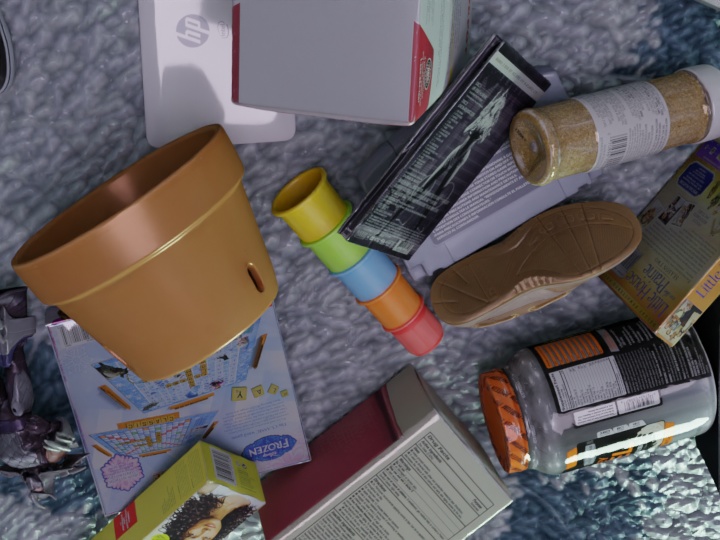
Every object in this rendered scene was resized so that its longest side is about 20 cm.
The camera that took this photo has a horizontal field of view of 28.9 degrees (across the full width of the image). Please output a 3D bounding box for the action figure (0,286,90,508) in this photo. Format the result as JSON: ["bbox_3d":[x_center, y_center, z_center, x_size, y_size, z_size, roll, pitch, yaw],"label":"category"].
[{"bbox_3d":[-0.307,0.117,1.214,0.130,0.069,0.201,-9,105,25],"label":"action figure"}]

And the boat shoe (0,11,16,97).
[{"bbox_3d":[-0.332,-0.218,1.089,0.072,0.071,0.201,-24,114,-2],"label":"boat shoe"}]

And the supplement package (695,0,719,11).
[{"bbox_3d":[0.323,-0.275,1.178,0.199,0.117,0.117,18,107,-17],"label":"supplement package"}]

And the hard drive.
[{"bbox_3d":[0.347,0.111,1.325,0.042,0.135,0.201,-5,112,1],"label":"hard drive"}]

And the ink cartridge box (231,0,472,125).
[{"bbox_3d":[0.001,-0.211,1.074,0.144,0.200,0.146,8,111,14],"label":"ink cartridge box"}]

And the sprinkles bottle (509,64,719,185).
[{"bbox_3d":[0.228,-0.128,1.214,0.199,0.068,0.069,-16,114,-24],"label":"sprinkles bottle"}]

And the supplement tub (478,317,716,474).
[{"bbox_3d":[0.218,0.117,1.304,0.199,0.123,0.123,-14,113,-5],"label":"supplement tub"}]

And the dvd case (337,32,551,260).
[{"bbox_3d":[0.072,-0.096,1.158,0.016,0.149,0.200,43,100,20],"label":"dvd case"}]

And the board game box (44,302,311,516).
[{"bbox_3d":[-0.162,0.105,1.264,0.199,0.041,0.200,-14,113,-6],"label":"board game box"}]

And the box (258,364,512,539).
[{"bbox_3d":[0.018,0.209,1.304,0.200,0.109,0.128,-38,113,4],"label":"box"}]

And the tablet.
[{"bbox_3d":[-0.120,-0.203,1.171,0.130,0.014,0.201,-4,111,-10],"label":"tablet"}]

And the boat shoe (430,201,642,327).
[{"bbox_3d":[0.160,-0.003,1.277,0.199,0.069,0.074,-21,73,5],"label":"boat shoe"}]

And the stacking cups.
[{"bbox_3d":[0.000,0.000,1.254,0.060,0.061,0.200,-36,117,4],"label":"stacking cups"}]

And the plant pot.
[{"bbox_3d":[-0.158,-0.007,1.127,0.200,0.200,0.140,-33,106,2],"label":"plant pot"}]

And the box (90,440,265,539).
[{"bbox_3d":[-0.181,0.240,1.272,0.075,0.050,0.200,28,120,-38],"label":"box"}]

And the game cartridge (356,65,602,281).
[{"bbox_3d":[0.104,-0.093,1.248,0.200,0.042,0.133,-29,109,0],"label":"game cartridge"}]

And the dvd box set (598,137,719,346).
[{"bbox_3d":[0.307,-0.041,1.249,0.029,0.146,0.200,36,99,-24],"label":"dvd box set"}]
